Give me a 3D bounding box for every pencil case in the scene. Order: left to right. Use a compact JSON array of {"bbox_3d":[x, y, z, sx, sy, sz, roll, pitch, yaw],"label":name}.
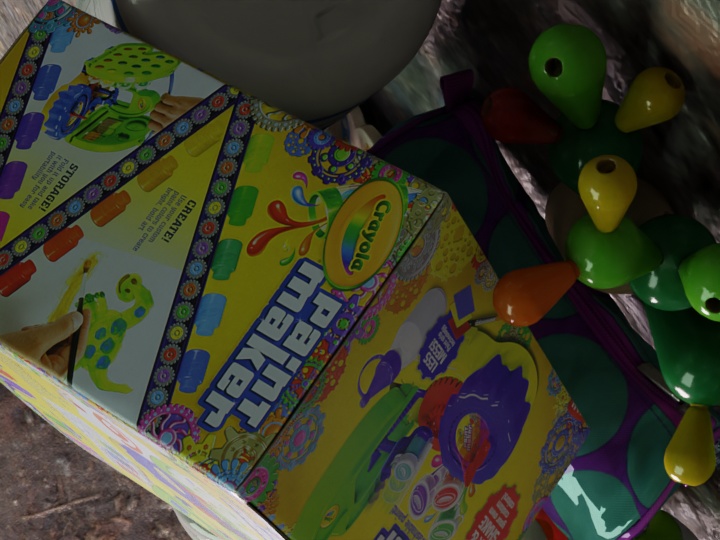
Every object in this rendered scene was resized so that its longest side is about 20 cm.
[{"bbox_3d":[0.072,0.020,0.869,0.200,0.085,0.092,52,131,9],"label":"pencil case"}]

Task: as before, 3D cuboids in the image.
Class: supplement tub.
[{"bbox_3d":[-0.048,-0.114,0.844,0.132,0.132,0.200,54,168,-3],"label":"supplement tub"}]

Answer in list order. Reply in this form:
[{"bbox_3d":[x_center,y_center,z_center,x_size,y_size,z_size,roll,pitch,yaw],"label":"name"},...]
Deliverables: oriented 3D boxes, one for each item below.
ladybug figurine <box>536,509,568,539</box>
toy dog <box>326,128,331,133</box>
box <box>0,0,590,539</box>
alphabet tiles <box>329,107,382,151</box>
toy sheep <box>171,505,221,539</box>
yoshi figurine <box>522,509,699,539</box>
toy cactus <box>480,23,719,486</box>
[{"bbox_3d":[0.083,0.141,1.021,0.136,0.072,0.201,3,101,65],"label":"ladybug figurine"},{"bbox_3d":[-0.064,-0.031,1.043,0.200,0.096,0.132,100,156,-48],"label":"toy dog"},{"bbox_3d":[-0.044,0.029,0.764,0.192,0.122,0.200,29,166,31],"label":"box"},{"bbox_3d":[0.000,0.000,1.059,0.200,0.015,0.196,-123,23,-56],"label":"alphabet tiles"},{"bbox_3d":[-0.052,0.109,1.162,0.138,0.138,0.200,47,172,27],"label":"toy sheep"},{"bbox_3d":[0.093,0.160,0.907,0.199,0.113,0.112,10,179,10],"label":"yoshi figurine"},{"bbox_3d":[0.101,0.002,0.739,0.200,0.102,0.165,48,179,-17],"label":"toy cactus"}]
